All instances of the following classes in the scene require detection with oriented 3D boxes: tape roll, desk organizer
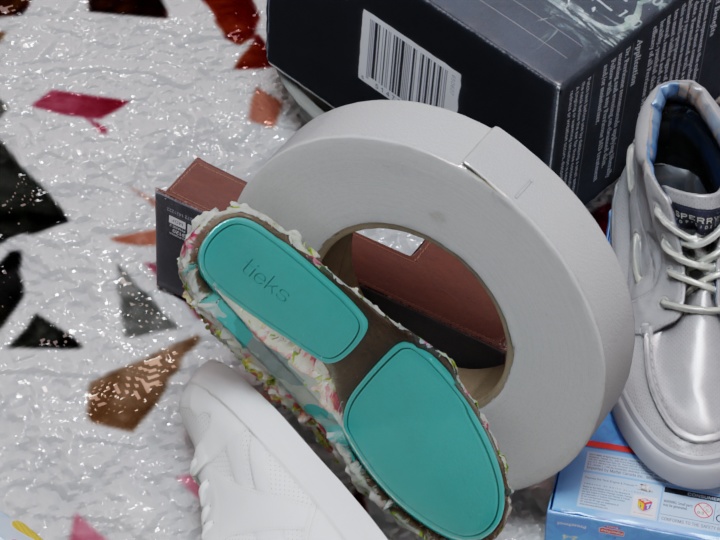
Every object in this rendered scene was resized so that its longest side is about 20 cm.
[{"bbox_3d":[0.031,0.014,1.174,0.203,0.203,0.037,25,43,18],"label":"tape roll"},{"bbox_3d":[0.000,0.000,1.273,0.200,0.072,0.077,25,50,18],"label":"desk organizer"}]

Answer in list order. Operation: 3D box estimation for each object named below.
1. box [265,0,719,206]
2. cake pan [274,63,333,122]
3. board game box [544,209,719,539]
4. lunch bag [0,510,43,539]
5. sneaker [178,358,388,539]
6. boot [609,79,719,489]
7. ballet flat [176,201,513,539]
[{"bbox_3d":[0.087,-0.151,1.325,0.200,0.124,0.197,36,55,25],"label":"box"},{"bbox_3d":[0.049,-0.120,1.400,0.200,0.037,0.200,1,49,-1],"label":"cake pan"},{"bbox_3d":[0.181,0.063,1.247,0.151,0.037,0.200,10,50,8],"label":"board game box"},{"bbox_3d":[-0.107,0.199,1.010,0.169,0.200,0.127,28,53,20],"label":"lunch bag"},{"bbox_3d":[-0.064,0.125,1.159,0.116,0.074,0.200,-38,38,-6],"label":"sneaker"},{"bbox_3d":[0.154,0.001,1.212,0.073,0.096,0.200,-3,49,-3],"label":"boot"},{"bbox_3d":[-0.006,0.048,1.165,0.076,0.064,0.200,-41,90,-13],"label":"ballet flat"}]
